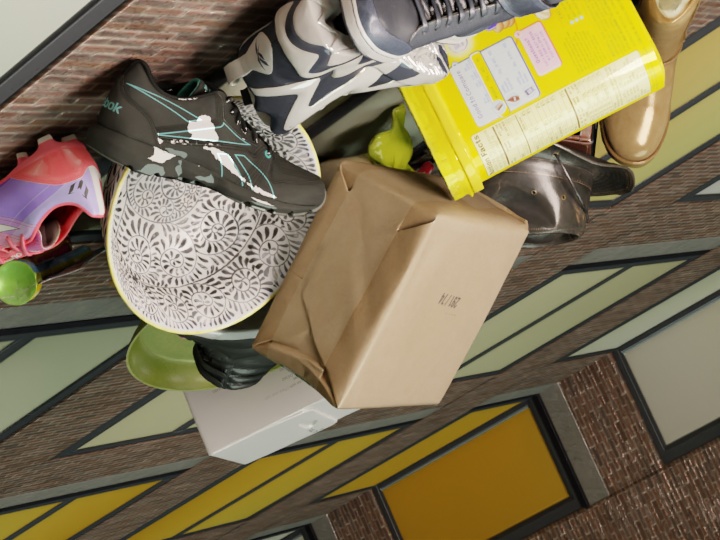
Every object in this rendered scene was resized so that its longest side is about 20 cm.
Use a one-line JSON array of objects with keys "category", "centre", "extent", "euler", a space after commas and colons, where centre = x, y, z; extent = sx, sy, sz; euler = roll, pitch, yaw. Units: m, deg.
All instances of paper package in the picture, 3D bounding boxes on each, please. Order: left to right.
[{"category": "paper package", "centre": [0.030, 0.016, 1.691], "extent": [0.200, 0.103, 0.192], "euler": [5, 114, -62]}]

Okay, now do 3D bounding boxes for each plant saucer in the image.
[{"category": "plant saucer", "centre": [-0.125, 0.051, 1.855], "extent": [0.198, 0.031, 0.201], "euler": [-15, 152, -8]}]

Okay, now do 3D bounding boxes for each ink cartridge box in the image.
[{"category": "ink cartridge box", "centre": [-0.110, 0.074, 2.020], "extent": [0.145, 0.201, 0.147], "euler": [-25, 167, 6]}]

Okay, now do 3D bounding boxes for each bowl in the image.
[{"category": "bowl", "centre": [-0.138, -0.060, 1.612], "extent": [0.199, 0.094, 0.202], "euler": [-18, 123, -30]}]

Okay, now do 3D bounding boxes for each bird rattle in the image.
[{"category": "bird rattle", "centre": [0.000, -0.085, 1.907], "extent": [0.161, 0.114, 0.200], "euler": [-8, 175, -5]}]

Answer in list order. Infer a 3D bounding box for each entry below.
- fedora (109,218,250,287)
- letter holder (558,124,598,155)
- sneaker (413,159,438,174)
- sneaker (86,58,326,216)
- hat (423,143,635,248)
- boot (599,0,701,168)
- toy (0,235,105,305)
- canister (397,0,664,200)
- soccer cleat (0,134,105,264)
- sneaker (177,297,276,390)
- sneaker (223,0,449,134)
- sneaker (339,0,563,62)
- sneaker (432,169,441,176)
[{"category": "fedora", "centre": [-0.139, -0.043, 1.772], "extent": [0.199, 0.083, 0.201], "euler": [-18, 173, -2]}, {"category": "letter holder", "centre": [0.151, -0.147, 1.854], "extent": [0.141, 0.102, 0.200], "euler": [6, 169, 7]}, {"category": "sneaker", "centre": [0.030, -0.047, 2.049], "extent": [0.198, 0.088, 0.076], "euler": [-21, 167, -16]}, {"category": "sneaker", "centre": [-0.105, -0.096, 1.499], "extent": [0.199, 0.080, 0.075], "euler": [18, -175, -31]}, {"category": "hat", "centre": [0.148, -0.062, 1.811], "extent": [0.199, 0.082, 0.201], "euler": [10, 170, 2]}, {"category": "boot", "centre": [0.259, -0.199, 1.759], "extent": [0.065, 0.177, 0.200], "euler": [9, 169, 3]}, {"category": "toy", "centre": [-0.278, -0.008, 1.689], "extent": [0.114, 0.048, 0.200], "euler": [-22, -171, 2]}, {"category": "canister", "centre": [0.132, -0.168, 1.631], "extent": [0.199, 0.150, 0.087], "euler": [-27, 166, 3]}, {"category": "soccer cleat", "centre": [-0.278, -0.034, 1.569], "extent": [0.199, 0.077, 0.066], "euler": [-33, 165, 31]}, {"category": "sneaker", "centre": [-0.134, 0.060, 1.752], "extent": [0.199, 0.071, 0.099], "euler": [8, 135, -42]}, {"category": "sneaker", "centre": [-0.027, -0.159, 1.537], "extent": [0.129, 0.080, 0.199], "euler": [-25, 173, 32]}, {"category": "sneaker", "centre": [0.082, -0.215, 1.475], "extent": [0.145, 0.078, 0.202], "euler": [-20, -178, 33]}, {"category": "sneaker", "centre": [0.108, -0.072, 1.992], "extent": [0.200, 0.081, 0.075], "euler": [-46, 120, 6]}]
